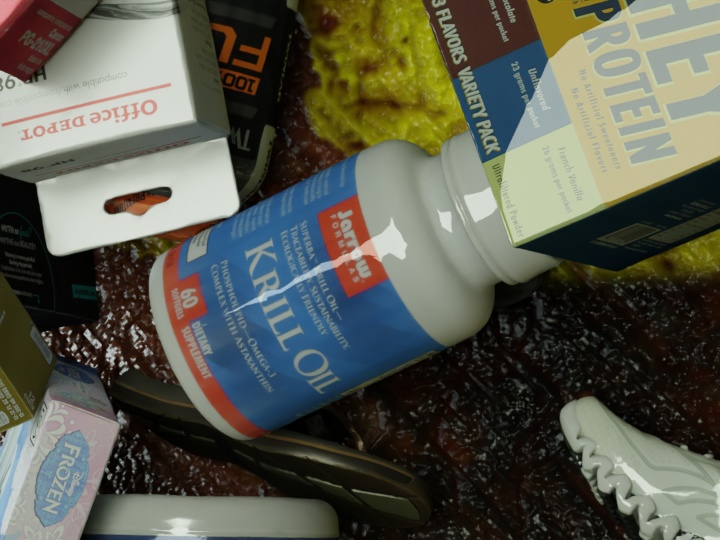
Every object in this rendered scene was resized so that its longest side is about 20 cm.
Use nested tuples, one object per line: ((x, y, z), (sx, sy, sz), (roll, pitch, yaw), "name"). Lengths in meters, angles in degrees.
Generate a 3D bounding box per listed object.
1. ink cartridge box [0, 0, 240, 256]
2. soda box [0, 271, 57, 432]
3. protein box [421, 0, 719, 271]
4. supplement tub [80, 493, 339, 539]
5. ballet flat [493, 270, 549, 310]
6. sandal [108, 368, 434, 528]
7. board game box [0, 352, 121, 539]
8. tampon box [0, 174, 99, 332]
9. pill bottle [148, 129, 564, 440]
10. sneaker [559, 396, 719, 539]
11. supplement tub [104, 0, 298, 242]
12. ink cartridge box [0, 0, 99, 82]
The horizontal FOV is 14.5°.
((-0.139, -0.118, 1.475), (0.115, 0.067, 0.201), (-13, 83, 11), "ink cartridge box")
((-0.238, -0.005, 1.443), (0.067, 0.064, 0.201), (-23, 112, 18), "soda box")
((0.170, -0.103, 1.414), (0.199, 0.198, 0.136), (-24, 79, 18), "protein box")
((-0.084, 0.222, 1.512), (0.144, 0.144, 0.201), (-1, 84, 21), "supplement tub")
((0.016, 0.002, 1.553), (0.199, 0.057, 0.067), (-9, 124, 22), "ballet flat")
((-0.046, 0.086, 1.559), (0.199, 0.082, 0.055), (19, 70, 29), "sandal")
((-0.189, 0.154, 1.535), (0.043, 0.199, 0.201), (20, 92, -11), "board game box")
((-0.243, -0.064, 1.599), (0.126, 0.150, 0.201), (-10, 81, 19), "tampon box")
((0.000, 0.000, 1.460), (0.199, 0.112, 0.113), (-27, 76, 18), "pill bottle")
((0.188, 0.128, 1.461), (0.200, 0.075, 0.081), (42, 86, 17), "sneaker")
((-0.101, -0.119, 1.564), (0.122, 0.122, 0.201), (9, 89, 22), "supplement tub")
((-0.161, -0.219, 1.410), (0.145, 0.084, 0.200), (44, 94, 11), "ink cartridge box")
